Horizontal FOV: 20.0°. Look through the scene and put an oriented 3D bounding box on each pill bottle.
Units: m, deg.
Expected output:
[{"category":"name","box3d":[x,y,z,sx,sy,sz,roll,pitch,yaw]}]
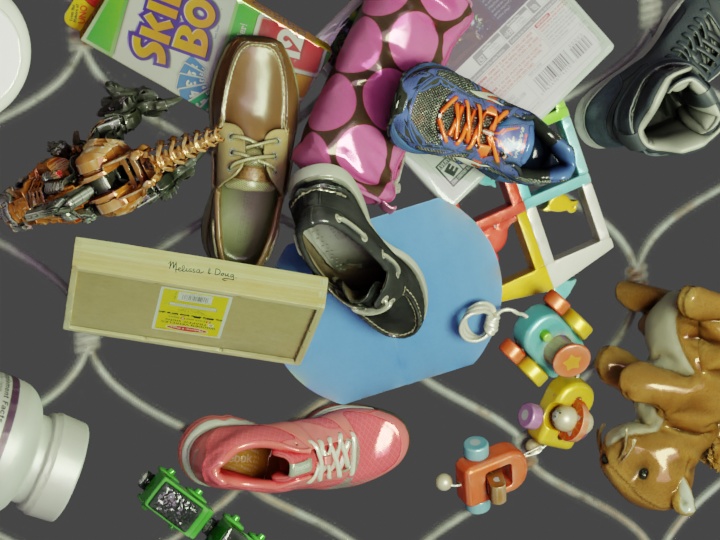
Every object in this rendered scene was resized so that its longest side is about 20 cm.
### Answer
[{"category":"pill bottle","box3d":[-0.318,0.125,1.593,0.199,0.112,0.113,23,91,-19]},{"category":"pill bottle","box3d":[-0.302,-0.163,1.506,0.110,0.200,0.112,-3,100,-16]}]

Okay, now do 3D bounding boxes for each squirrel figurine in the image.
[{"category":"squirrel figurine","box3d":[0.295,0.121,1.761,0.199,0.141,0.188,17,86,-26]}]

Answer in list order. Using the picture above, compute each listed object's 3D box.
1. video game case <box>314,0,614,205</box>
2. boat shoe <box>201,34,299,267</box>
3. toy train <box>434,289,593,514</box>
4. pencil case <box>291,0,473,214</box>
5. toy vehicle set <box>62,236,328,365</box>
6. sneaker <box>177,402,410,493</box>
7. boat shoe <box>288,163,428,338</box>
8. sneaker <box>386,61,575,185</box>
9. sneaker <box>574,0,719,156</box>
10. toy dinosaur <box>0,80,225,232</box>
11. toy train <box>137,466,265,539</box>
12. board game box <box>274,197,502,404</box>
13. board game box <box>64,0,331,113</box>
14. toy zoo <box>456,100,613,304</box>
[{"category":"video game case","box3d":[0.082,-0.185,1.700,0.200,0.023,0.182,-44,98,-6]},{"category":"boat shoe","box3d":[-0.085,-0.084,1.631,0.075,0.074,0.202,1,111,-10]},{"category":"toy train","box3d":[0.140,0.118,1.736,0.149,0.056,0.202,-14,122,-24]},{"category":"pencil case","box3d":[0.023,-0.150,1.635,0.093,0.091,0.201,24,85,1]},{"category":"toy vehicle set","box3d":[-0.133,0.026,1.614,0.198,0.124,0.027,9,65,-9]},{"category":"sneaker","box3d":[-0.048,0.159,1.694,0.198,0.087,0.075,-4,101,-17]},{"category":"boat shoe","box3d":[0.000,0.000,1.613,0.073,0.061,0.201,-14,137,14]},{"category":"sneaker","box3d":[0.099,-0.113,1.612,0.199,0.078,0.076,12,94,-45]},{"category":"sneaker","box3d":[0.286,-0.172,1.716,0.202,0.146,0.077,-45,106,-8]},{"category":"toy dinosaur","box3d":[-0.188,-0.074,1.585,0.198,0.136,0.103,7,118,23]},{"category":"toy train","box3d":[-0.104,0.231,1.704,0.200,0.056,0.042,39,86,-18]},{"category":"board game box","box3d":[0.019,0.020,1.711,0.198,0.039,0.159,-17,117,-1]},{"category":"board game box","box3d":[-0.130,-0.187,1.635,0.199,0.030,0.096,29,106,-17]},{"category":"toy zoo","box3d":[0.137,-0.059,1.751,0.130,0.020,0.202,-23,103,-12]}]
